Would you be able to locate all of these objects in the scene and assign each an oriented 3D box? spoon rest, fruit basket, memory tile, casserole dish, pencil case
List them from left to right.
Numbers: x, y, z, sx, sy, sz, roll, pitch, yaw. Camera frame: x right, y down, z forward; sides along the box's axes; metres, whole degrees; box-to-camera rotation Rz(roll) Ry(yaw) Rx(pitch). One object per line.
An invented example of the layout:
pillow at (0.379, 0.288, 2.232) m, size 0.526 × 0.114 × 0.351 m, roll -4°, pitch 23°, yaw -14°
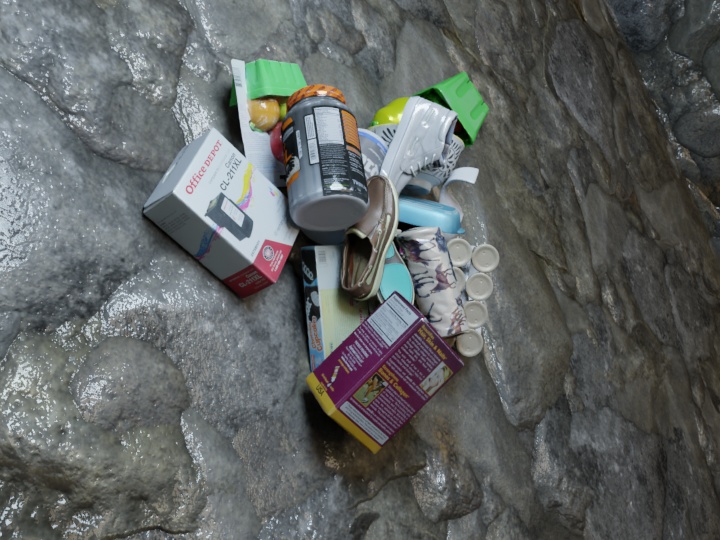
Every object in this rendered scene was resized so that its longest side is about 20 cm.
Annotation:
fruit basket at (-0.145, -0.238, 1.227) m, size 0.185 × 0.093 × 0.203 m, roll -18°, pitch 106°, yaw -58°
casserole dish at (0.099, -0.110, 1.360) m, size 0.121 × 0.197 × 0.039 m, roll -34°, pitch 138°, yaw -73°
fruit basket at (0.120, -0.287, 1.464) m, size 0.156 × 0.214 × 0.216 m, roll 52°, pitch 43°, yaw -17°
pencil case at (0.118, 0.020, 1.255) m, size 0.078 × 0.088 × 0.203 m, roll -27°, pitch 102°, yaw -69°
memory tile at (0.155, 0.042, 1.306) m, size 0.151 × 0.017 × 0.203 m, roll 11°, pitch 94°, yaw -2°
spoon rest at (0.179, -0.128, 1.473) m, size 0.060 × 0.201 × 0.100 m, roll 20°, pitch 52°, yaw 6°

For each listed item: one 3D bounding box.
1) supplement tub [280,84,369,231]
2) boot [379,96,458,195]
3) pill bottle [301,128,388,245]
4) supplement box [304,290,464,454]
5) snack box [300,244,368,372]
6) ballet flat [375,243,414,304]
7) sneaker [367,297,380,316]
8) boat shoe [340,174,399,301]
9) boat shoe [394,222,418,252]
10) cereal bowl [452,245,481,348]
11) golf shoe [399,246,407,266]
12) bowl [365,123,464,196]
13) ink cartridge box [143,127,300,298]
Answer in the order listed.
supplement tub at (-0.057, -0.172, 1.137) m, size 0.122 × 0.122 × 0.202 m, roll 15°, pitch 57°, yaw -43°
boot at (0.098, -0.189, 1.271) m, size 0.202 × 0.095 × 0.073 m, roll -71°, pitch 165°, yaw 9°
pill bottle at (-0.029, -0.143, 1.277) m, size 0.114 × 0.113 × 0.201 m, roll 48°, pitch 47°, yaw -22°
supplement box at (0.036, 0.154, 1.135) m, size 0.131 × 0.200 × 0.103 m, roll 47°, pitch -2°, yaw -35°
snack box at (-0.037, 0.060, 1.207) m, size 0.115 × 0.037 × 0.203 m, roll -4°, pitch 89°, yaw -48°
ballet flat at (0.042, 0.000, 1.241) m, size 0.066 × 0.063 × 0.202 m, roll -5°, pitch 58°, yaw -15°
sneaker at (0.053, 0.129, 1.274) m, size 0.075 × 0.087 × 0.202 m, roll -26°, pitch 91°, yaw -33°
boat shoe at (0.011, -0.056, 1.171) m, size 0.075 × 0.074 × 0.205 m, roll 20°, pitch 75°, yaw -60°
boat shoe at (0.111, -0.050, 1.431) m, size 0.199 × 0.067 × 0.073 m, roll 25°, pitch 54°, yaw -41°
cereal bowl at (0.182, 0.054, 1.422) m, size 0.200 × 0.082 × 0.203 m, roll -2°, pitch 90°, yaw -74°
golf shoe at (0.111, 0.030, 1.363) m, size 0.091 × 0.074 × 0.203 m, roll -7°, pitch 104°, yaw -66°
bowl at (0.092, -0.197, 1.396) m, size 0.199 × 0.199 × 0.096 m, roll 15°, pitch 78°, yaw -43°
ink cartridge box at (-0.194, -0.083, 1.093) m, size 0.200 × 0.082 × 0.147 m, roll 44°, pitch 46°, yaw -26°
